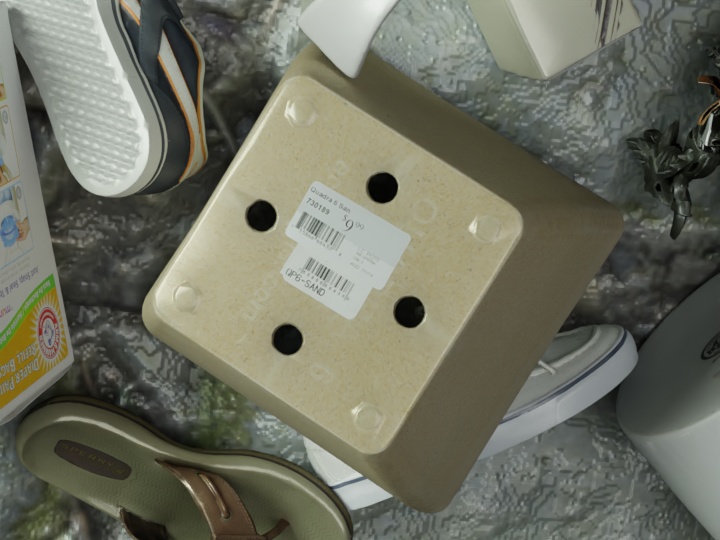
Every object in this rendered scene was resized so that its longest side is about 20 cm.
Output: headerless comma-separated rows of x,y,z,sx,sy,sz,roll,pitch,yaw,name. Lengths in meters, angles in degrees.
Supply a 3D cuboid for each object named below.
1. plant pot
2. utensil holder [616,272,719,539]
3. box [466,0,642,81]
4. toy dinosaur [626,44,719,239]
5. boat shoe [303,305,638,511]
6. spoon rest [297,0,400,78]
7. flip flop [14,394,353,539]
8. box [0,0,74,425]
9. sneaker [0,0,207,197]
0.000,0.000,0.919,0.199,0.177,0.200,33,94,8,plant pot
0.270,0.106,1.045,0.170,0.170,0.200,-44,104,-1,utensil holder
0.073,-0.208,0.977,0.068,0.082,0.200,-30,108,-6,box
0.223,-0.081,1.003,0.102,0.136,0.200,35,50,-2,toy dinosaur
0.057,0.059,1.039,0.201,0.075,0.086,-24,102,3,boat shoe
0.056,-0.176,0.881,0.099,0.061,0.200,45,68,3,spoon rest
-0.100,0.131,1.009,0.199,0.058,0.081,25,119,-15,flip flop
-0.231,-0.026,0.918,0.112,0.101,0.201,-5,104,16,box
-0.139,-0.133,0.952,0.078,0.079,0.201,-21,83,27,sneaker
